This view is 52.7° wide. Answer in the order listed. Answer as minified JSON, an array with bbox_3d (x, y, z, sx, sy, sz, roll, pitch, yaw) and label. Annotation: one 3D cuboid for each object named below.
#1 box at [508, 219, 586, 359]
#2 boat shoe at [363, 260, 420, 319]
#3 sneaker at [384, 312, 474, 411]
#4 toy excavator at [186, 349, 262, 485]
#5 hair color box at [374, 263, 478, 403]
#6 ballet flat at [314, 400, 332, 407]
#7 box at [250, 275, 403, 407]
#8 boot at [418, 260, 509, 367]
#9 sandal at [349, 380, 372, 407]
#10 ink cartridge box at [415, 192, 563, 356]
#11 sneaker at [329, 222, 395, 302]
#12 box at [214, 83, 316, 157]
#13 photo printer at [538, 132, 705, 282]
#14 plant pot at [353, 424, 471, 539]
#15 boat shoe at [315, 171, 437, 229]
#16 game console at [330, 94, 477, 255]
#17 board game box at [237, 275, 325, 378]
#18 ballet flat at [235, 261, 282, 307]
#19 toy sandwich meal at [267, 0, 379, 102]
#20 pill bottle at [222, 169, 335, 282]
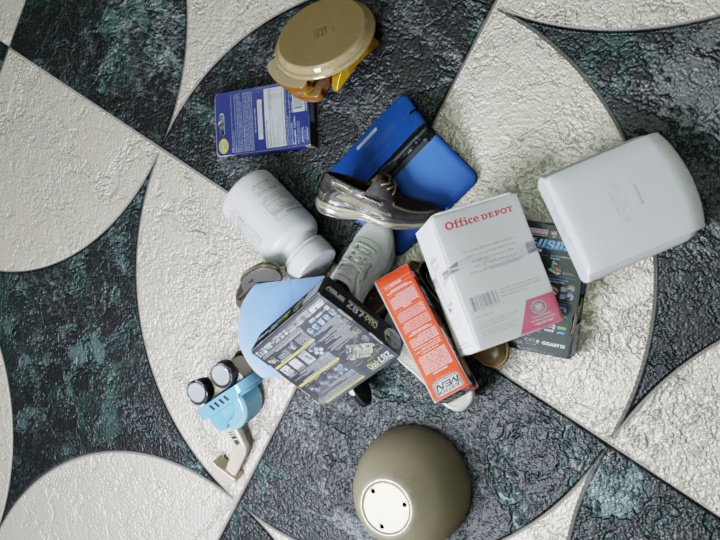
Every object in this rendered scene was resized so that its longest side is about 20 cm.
[{"bbox_3d":[0.249,0.020,1.137,0.198,0.050,0.201,10,94,25],"label":"box"},{"bbox_3d":[0.026,0.050,1.227,0.200,0.072,0.068,-46,72,18],"label":"boat shoe"},{"bbox_3d":[0.113,0.145,1.183,0.075,0.084,0.201,-39,70,8],"label":"sneaker"},{"bbox_3d":[-0.239,0.277,1.350,0.194,0.100,0.201,-35,85,22],"label":"toy excavator"},{"bbox_3d":[0.101,0.097,1.096,0.061,0.101,0.201,-29,73,10],"label":"hair color box"},{"bbox_3d":[-0.100,0.158,1.301,0.072,0.072,0.201,-35,75,21],"label":"ballet flat"},{"bbox_3d":[-0.053,0.116,1.129,0.161,0.049,0.200,39,130,-12],"label":"box"},{"bbox_3d":[0.153,0.066,1.119,0.074,0.075,0.201,-40,74,21],"label":"boot"},{"bbox_3d":[-0.045,0.158,1.265,0.048,0.075,0.201,-42,65,18],"label":"sandal"},{"bbox_3d":[0.186,0.006,1.061,0.145,0.083,0.202,-16,81,-16],"label":"ink cartridge box"},{"bbox_3d":[0.000,0.000,1.166,0.074,0.100,0.201,23,79,11],"label":"sneaker"},{"bbox_3d":[-0.176,-0.276,1.335,0.198,0.032,0.123,-3,90,22],"label":"box"},{"bbox_3d":[0.377,-0.095,1.035,0.198,0.069,0.168,-22,80,-1],"label":"photo printer"},{"bbox_3d":[0.066,0.365,1.182,0.198,0.134,0.203,0,90,25],"label":"plant pot"},{"bbox_3d":[0.028,-0.115,1.157,0.198,0.075,0.074,7,115,-3],"label":"boat shoe"},{"bbox_3d":[0.068,-0.161,1.234,0.200,0.118,0.171,-44,43,19],"label":"game console"},{"bbox_3d":[-0.108,0.094,1.237,0.198,0.039,0.160,-7,89,5],"label":"board game box"},{"bbox_3d":[-0.182,0.020,1.287,0.067,0.200,0.047,16,65,-13],"label":"ballet flat"},{"bbox_3d":[-0.060,-0.381,1.254,0.203,0.070,0.207,-10,58,16],"label":"toy sandwich meal"},{"bbox_3d":[-0.140,-0.072,1.279,0.200,0.114,0.115,46,108,17],"label":"pill bottle"}]
